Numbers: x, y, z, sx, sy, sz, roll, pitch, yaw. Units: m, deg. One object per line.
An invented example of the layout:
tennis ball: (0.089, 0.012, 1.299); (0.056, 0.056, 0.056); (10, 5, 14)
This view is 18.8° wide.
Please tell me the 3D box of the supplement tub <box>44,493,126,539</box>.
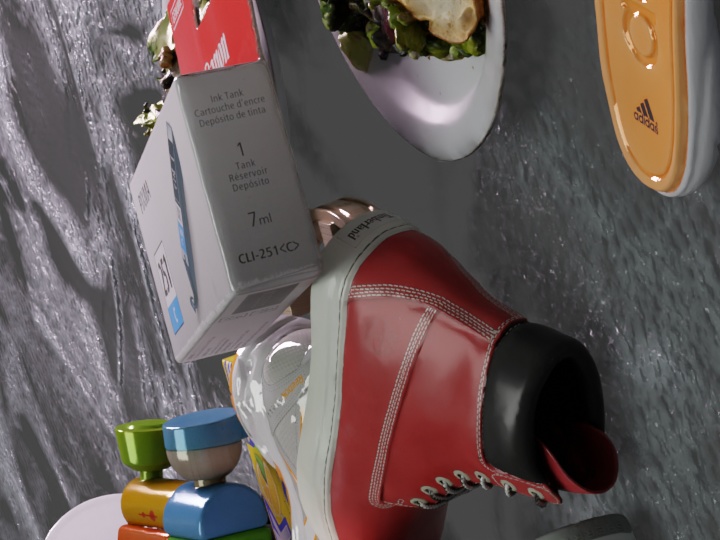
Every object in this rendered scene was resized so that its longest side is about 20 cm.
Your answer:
supplement tub: (-0.179, 0.274, 1.650); (0.145, 0.143, 0.201); (58, 158, 33)

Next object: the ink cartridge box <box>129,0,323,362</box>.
ink cartridge box: (-0.073, -0.061, 0.971); (0.200, 0.044, 0.178); (137, 120, -74)

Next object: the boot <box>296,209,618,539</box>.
boot: (0.045, 0.088, 0.926); (0.144, 0.072, 0.201); (34, 141, 33)

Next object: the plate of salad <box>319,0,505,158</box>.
plate of salad: (0.000, -0.138, 0.865); (0.200, 0.048, 0.201); (55, 157, 37)

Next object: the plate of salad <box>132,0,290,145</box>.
plate of salad: (-0.082, -0.091, 1.136); (0.200, 0.048, 0.202); (169, 90, -72)

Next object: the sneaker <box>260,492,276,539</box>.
sneaker: (-0.049, 0.203, 1.227); (0.200, 0.076, 0.112); (-72, -19, -54)

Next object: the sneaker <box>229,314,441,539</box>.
sneaker: (0.007, 0.118, 1.068); (0.092, 0.076, 0.201); (7, 128, 57)

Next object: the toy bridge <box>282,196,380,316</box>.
toy bridge: (0.000, 0.000, 1.055); (0.200, 0.027, 0.068); (16, 123, 66)

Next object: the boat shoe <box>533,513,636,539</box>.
boat shoe: (0.082, 0.176, 0.934); (0.202, 0.074, 0.065); (111, 141, -53)

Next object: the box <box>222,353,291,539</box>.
box: (-0.009, 0.134, 1.158); (0.070, 0.064, 0.201); (9, 117, 69)

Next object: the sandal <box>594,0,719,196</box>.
sandal: (0.074, -0.110, 0.686); (0.079, 0.059, 0.208); (39, 144, 57)

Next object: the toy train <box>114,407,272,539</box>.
toy train: (-0.114, 0.133, 1.190); (0.199, 0.084, 0.117); (-2, 95, 57)
